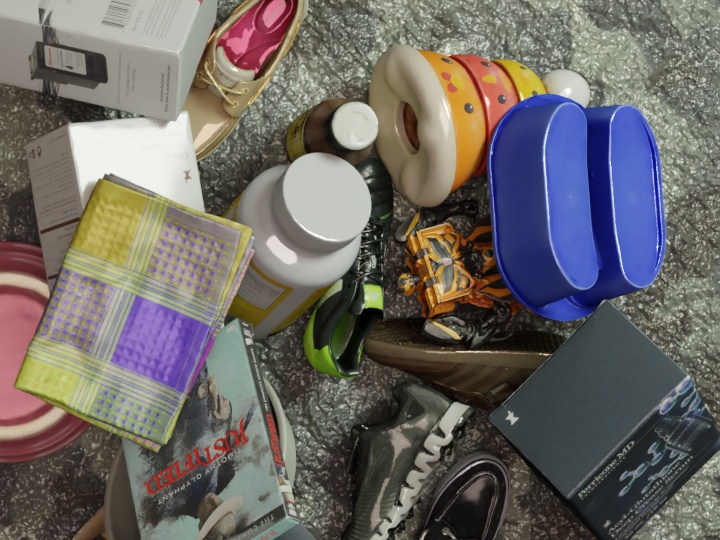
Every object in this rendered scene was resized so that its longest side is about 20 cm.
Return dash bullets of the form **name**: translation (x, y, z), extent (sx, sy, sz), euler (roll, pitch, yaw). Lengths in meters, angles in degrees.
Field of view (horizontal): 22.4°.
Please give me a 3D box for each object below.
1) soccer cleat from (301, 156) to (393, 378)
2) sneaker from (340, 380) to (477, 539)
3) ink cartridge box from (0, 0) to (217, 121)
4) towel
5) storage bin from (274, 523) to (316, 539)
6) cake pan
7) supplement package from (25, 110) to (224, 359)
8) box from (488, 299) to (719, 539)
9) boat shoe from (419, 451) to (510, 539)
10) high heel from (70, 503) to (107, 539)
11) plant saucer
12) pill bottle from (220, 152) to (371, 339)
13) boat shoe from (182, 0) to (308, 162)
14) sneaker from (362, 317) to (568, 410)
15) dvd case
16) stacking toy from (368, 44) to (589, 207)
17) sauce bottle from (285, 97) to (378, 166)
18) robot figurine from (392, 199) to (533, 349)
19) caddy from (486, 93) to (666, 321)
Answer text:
- **soccer cleat**: translation (0.000, 0.000, 1.640), extent (0.067, 0.081, 0.201), euler (8, 99, -32)
- **sneaker**: translation (0.019, 0.186, 1.673), extent (0.090, 0.066, 0.201), euler (35, 100, 11)
- **ink cartridge box**: translation (-0.234, -0.223, 1.566), extent (0.199, 0.084, 0.146), euler (13, 47, 3)
- **towel**: translation (-0.186, 0.032, 1.496), extent (0.143, 0.023, 0.201), euler (24, 89, 0)
- **storage bin**: translation (-0.111, 0.278, 1.614), extent (0.134, 0.146, 0.200), euler (-32, 135, 6)
- **cake pan**: translation (-0.132, 0.177, 1.537), extent (0.037, 0.200, 0.201), euler (35, 89, -44)
- **supplement package**: translation (-0.205, -0.026, 1.585), extent (0.116, 0.117, 0.202), euler (-10, 89, -31)
- **box**: translation (0.221, 0.142, 1.611), extent (0.148, 0.200, 0.107), euler (-44, 60, -1)
- **boat shoe**: translation (0.080, 0.261, 1.679), extent (0.071, 0.068, 0.201), euler (33, 90, -7)
- **high heel**: translation (-0.216, 0.185, 1.641), extent (0.141, 0.071, 0.202), euler (-9, 103, -11)
- **plant saucer**: translation (-0.317, 0.075, 1.637), extent (0.199, 0.051, 0.202), euler (0, 93, -5)
- **pill bottle**: translation (-0.067, -0.023, 1.573), extent (0.111, 0.200, 0.113), euler (10, 64, -22)
- **boat shoe**: translation (-0.117, -0.183, 1.634), extent (0.074, 0.069, 0.201), euler (34, 89, -7)
- **sneaker**: translation (0.097, 0.095, 1.672), extent (0.198, 0.071, 0.076), euler (6, 113, 3)
- **dvd case**: translation (-0.130, 0.155, 1.504), extent (0.146, 0.022, 0.201), euler (-33, 52, 21)
- **stacking toy**: translation (0.118, -0.148, 1.649), extent (0.199, 0.146, 0.147), euler (-16, 95, -23)
- **sauce bottle**: translation (-0.022, -0.117, 1.581), extent (0.064, 0.200, 0.065), euler (0, 88, -12)
- **robot figurine**: translation (0.128, -0.011, 1.654), extent (0.199, 0.058, 0.146), euler (-13, 70, -14)
- **caddy**: translation (0.182, -0.058, 1.588), extent (0.141, 0.105, 0.202), euler (-1, 84, -30)
